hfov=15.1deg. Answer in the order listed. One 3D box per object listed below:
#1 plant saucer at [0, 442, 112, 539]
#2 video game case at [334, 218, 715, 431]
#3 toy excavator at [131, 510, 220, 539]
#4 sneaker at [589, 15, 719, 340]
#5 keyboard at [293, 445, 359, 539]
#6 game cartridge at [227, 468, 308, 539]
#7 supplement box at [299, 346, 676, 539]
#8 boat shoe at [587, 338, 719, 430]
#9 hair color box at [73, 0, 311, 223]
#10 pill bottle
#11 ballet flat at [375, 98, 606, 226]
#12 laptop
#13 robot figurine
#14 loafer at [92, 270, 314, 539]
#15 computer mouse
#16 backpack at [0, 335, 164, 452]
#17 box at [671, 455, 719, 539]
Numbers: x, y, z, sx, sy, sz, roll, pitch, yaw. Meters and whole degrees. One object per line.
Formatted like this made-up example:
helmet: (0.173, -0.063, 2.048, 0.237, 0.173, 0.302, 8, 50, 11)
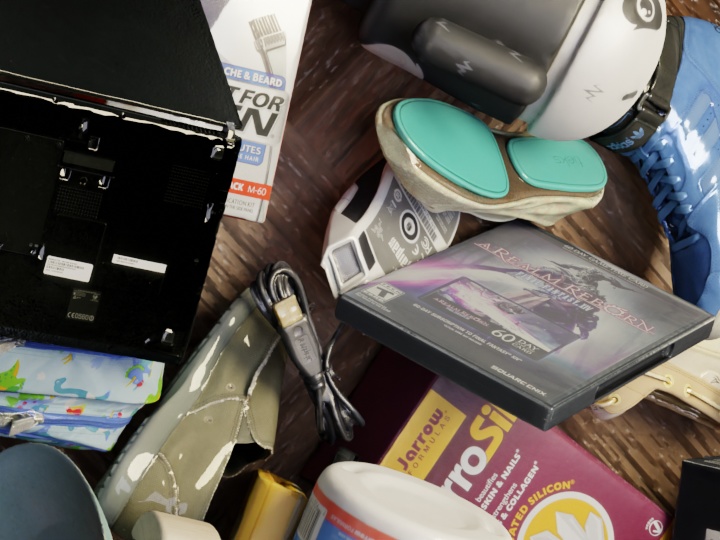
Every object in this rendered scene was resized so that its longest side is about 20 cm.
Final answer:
plant saucer: (-0.173, 0.192, 1.423, 0.039, 0.201, 0.201, 13, 92, -36)
video game case: (0.097, 0.027, 1.546, 0.200, 0.143, 0.019, -24, 136, -53)
toy excavator: (-0.142, 0.215, 1.475, 0.100, 0.200, 0.195, 16, 91, -25)
sneaker: (0.181, -0.062, 1.632, 0.111, 0.077, 0.200, 13, 73, -27)
keyboard: (-0.033, 0.187, 1.546, 0.040, 0.104, 0.200, 26, 122, 2)
game cartridge: (-0.083, 0.210, 1.518, 0.032, 0.176, 0.200, 24, 86, -2)
supplement box: (0.079, 0.138, 1.626, 0.200, 0.086, 0.110, 38, 82, -23)
boat shoe: (0.157, 0.058, 1.657, 0.200, 0.074, 0.069, 12, 86, -26)
hair color box: (-0.092, -0.136, 1.526, 0.111, 0.064, 0.200, 11, 91, -24)
pill bottle: (-0.004, 0.212, 1.433, 0.112, 0.112, 0.200, 17, 101, -25)
ballet flat: (0.067, -0.053, 1.578, 0.200, 0.062, 0.068, 11, 53, -46)
laptop: (-0.163, -0.070, 1.406, 0.177, 0.103, 0.200, 11, 97, -34)
robot figurine: (0.078, -0.158, 1.548, 0.200, 0.125, 0.150, 28, 74, -3)
loafer: (-0.079, 0.083, 1.528, 0.070, 0.075, 0.200, 37, 59, -3)
computer mouse: (0.000, 0.000, 1.564, 0.110, 0.044, 0.200, 60, 40, -23)
backpack: (-0.195, 0.022, 1.461, 0.200, 0.163, 0.154, -6, 108, -30)
box: (0.279, 0.191, 1.670, 0.200, 0.104, 0.148, 0, 99, -53)
